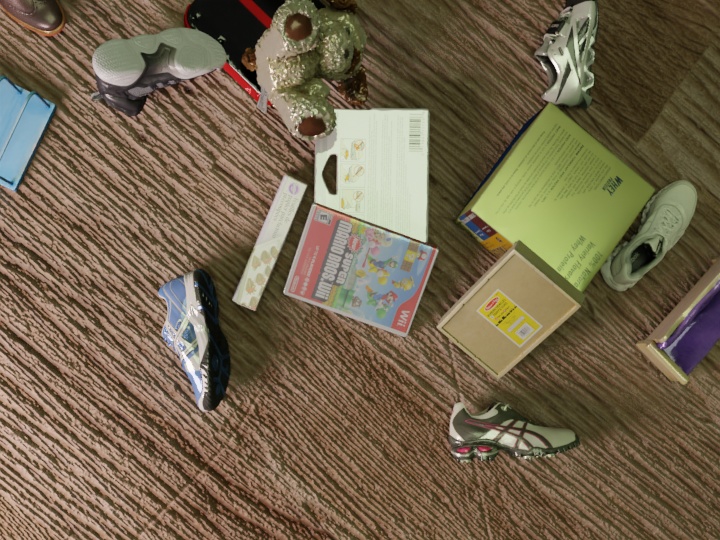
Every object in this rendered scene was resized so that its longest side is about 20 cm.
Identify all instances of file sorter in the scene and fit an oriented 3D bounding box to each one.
[{"bbox_3d":[-0.559,-0.226,1.438,0.197,0.123,0.141,25,84,-3],"label":"file sorter"}]

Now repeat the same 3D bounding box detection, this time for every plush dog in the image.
[{"bbox_3d":[-0.065,-0.311,1.476,0.170,0.160,0.203,-24,122,-27],"label":"plush dog"}]

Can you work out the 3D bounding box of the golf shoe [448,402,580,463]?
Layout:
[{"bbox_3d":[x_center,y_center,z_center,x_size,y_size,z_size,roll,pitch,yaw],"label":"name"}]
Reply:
[{"bbox_3d":[0.228,0.237,1.509,0.196,0.077,0.090,-1,79,-6],"label":"golf shoe"}]

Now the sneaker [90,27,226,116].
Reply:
[{"bbox_3d":[-0.297,-0.287,1.483,0.197,0.114,0.077,-13,71,-28],"label":"sneaker"}]

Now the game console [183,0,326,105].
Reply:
[{"bbox_3d":[-0.148,-0.369,1.536,0.200,0.031,0.177,43,79,-2],"label":"game console"}]

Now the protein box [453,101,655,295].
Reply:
[{"bbox_3d":[0.281,-0.094,1.503,0.199,0.135,0.200,38,83,-1],"label":"protein box"}]

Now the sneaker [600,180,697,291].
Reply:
[{"bbox_3d":[0.449,-0.053,1.545,0.075,0.081,0.201,39,82,0],"label":"sneaker"}]

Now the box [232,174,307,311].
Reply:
[{"bbox_3d":[-0.134,-0.040,1.508,0.038,0.041,0.203,23,85,-4],"label":"box"}]

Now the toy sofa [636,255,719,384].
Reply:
[{"bbox_3d":[0.518,0.071,1.534,0.083,0.098,0.200,44,83,-1],"label":"toy sofa"}]

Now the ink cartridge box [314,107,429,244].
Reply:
[{"bbox_3d":[0.017,-0.139,1.528,0.170,0.044,0.204,1,87,1],"label":"ink cartridge box"}]

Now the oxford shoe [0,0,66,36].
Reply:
[{"bbox_3d":[-0.510,-0.422,1.479,0.200,0.073,0.071,44,83,-2],"label":"oxford shoe"}]

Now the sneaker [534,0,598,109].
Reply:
[{"bbox_3d":[0.310,-0.351,1.552,0.087,0.074,0.204,3,86,-7],"label":"sneaker"}]

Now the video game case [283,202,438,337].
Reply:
[{"bbox_3d":[0.000,0.000,1.505,0.197,0.017,0.145,19,105,-5],"label":"video game case"}]

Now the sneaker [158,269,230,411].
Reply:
[{"bbox_3d":[-0.241,0.104,1.482,0.076,0.076,0.204,-10,87,16],"label":"sneaker"}]

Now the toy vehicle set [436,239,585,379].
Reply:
[{"bbox_3d":[0.213,0.060,1.472,0.124,0.200,0.027,40,41,-2],"label":"toy vehicle set"}]
